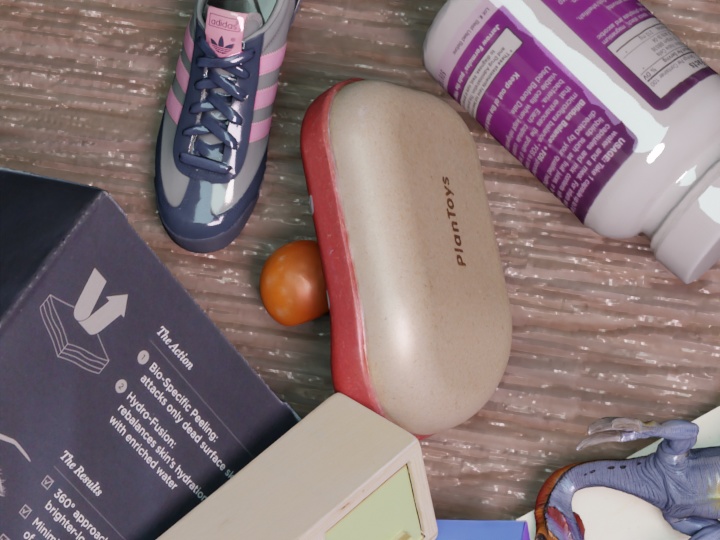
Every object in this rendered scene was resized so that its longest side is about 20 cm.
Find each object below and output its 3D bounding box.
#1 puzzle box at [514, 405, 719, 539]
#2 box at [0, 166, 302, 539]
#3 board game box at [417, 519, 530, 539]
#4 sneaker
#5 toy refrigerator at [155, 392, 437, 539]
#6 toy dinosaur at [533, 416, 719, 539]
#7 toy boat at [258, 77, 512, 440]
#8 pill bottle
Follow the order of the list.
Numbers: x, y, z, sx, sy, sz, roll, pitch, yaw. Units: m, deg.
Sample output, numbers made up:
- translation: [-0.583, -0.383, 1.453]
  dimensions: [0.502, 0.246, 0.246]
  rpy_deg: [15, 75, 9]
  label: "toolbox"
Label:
- translation: [0.176, 0.163, 1.211]
  dimensions: [0.199, 0.025, 0.134]
  rpy_deg: [-28, 77, -1]
  label: "puzzle box"
- translation: [-0.167, 0.087, 1.142]
  dimensions: [0.117, 0.197, 0.200]
  rpy_deg: [13, 59, 47]
  label: "box"
- translation: [-0.014, 0.195, 1.162]
  dimensions: [0.199, 0.045, 0.135]
  rpy_deg: [0, 41, 14]
  label: "board game box"
- translation: [-0.081, -0.113, 1.265]
  dimensions: [0.070, 0.082, 0.201]
  rpy_deg: [9, 79, 7]
  label: "sneaker"
- translation: [-0.052, 0.158, 1.120]
  dimensions: [0.070, 0.076, 0.200]
  rpy_deg: [27, 52, 38]
  label: "toy refrigerator"
- translation: [0.191, 0.128, 1.180]
  dimensions: [0.181, 0.199, 0.106]
  rpy_deg: [3, 91, 41]
  label: "toy dinosaur"
- translation: [0.000, 0.000, 1.229]
  dimensions: [0.130, 0.130, 0.201]
  rpy_deg: [-19, 74, 32]
  label: "toy boat"
- translation: [0.138, -0.090, 1.225]
  dimensions: [0.112, 0.112, 0.200]
  rpy_deg: [-44, 77, -5]
  label: "pill bottle"
